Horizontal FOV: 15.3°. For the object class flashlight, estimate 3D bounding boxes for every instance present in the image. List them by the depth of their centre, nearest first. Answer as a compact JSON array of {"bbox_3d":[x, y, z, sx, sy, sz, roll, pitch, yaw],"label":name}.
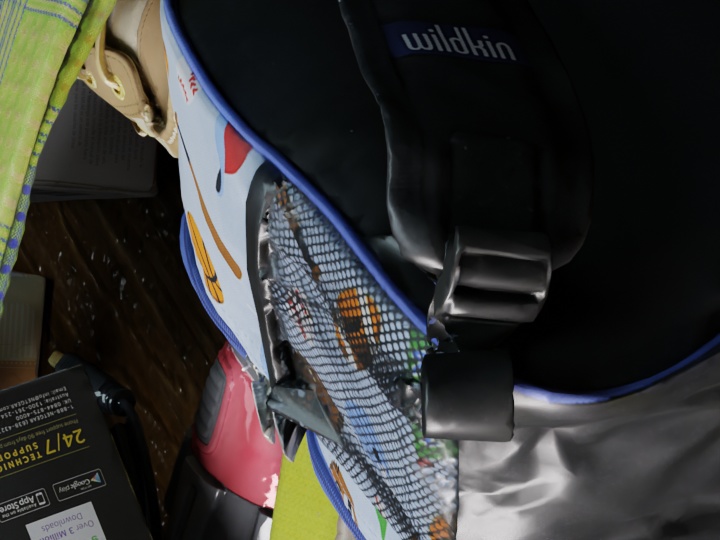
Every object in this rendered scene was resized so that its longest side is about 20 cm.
[{"bbox_3d":[0.000,0.000,0.791,0.068,0.068,0.200,29,111,19],"label":"flashlight"}]

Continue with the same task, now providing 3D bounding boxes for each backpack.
[{"bbox_3d":[0.051,-0.018,0.576,0.191,0.200,0.154,51,147,39],"label":"backpack"}]

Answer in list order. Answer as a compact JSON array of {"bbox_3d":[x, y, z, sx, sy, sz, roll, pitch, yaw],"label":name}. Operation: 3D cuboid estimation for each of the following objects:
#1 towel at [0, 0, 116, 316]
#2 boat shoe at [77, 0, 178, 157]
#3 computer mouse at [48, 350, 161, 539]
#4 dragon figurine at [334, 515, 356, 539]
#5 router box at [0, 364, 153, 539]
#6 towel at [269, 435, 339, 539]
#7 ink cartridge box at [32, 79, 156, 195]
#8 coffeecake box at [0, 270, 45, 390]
[{"bbox_3d":[-0.134,-0.040,0.846,0.200,0.023,0.144,13,85,62],"label":"towel"},{"bbox_3d":[-0.056,-0.069,0.816,0.200,0.066,0.074,-125,54,-82],"label":"boat shoe"},{"bbox_3d":[-0.102,0.095,0.909,0.200,0.046,0.141,-159,59,-72],"label":"computer mouse"},{"bbox_3d":[0.018,0.135,0.632,0.059,0.099,0.200,-33,40,55],"label":"dragon figurine"},{"bbox_3d":[-0.105,0.133,0.831,0.158,0.052,0.200,67,154,9],"label":"router box"},{"bbox_3d":[0.006,0.047,0.707,0.086,0.018,0.201,14,95,59],"label":"towel"},{"bbox_3d":[-0.146,-0.129,1.022,0.175,0.084,0.201,1,87,59],"label":"ink cartridge box"},{"bbox_3d":[-0.241,0.025,1.117,0.200,0.153,0.073,9,95,61],"label":"coffeecake box"}]
